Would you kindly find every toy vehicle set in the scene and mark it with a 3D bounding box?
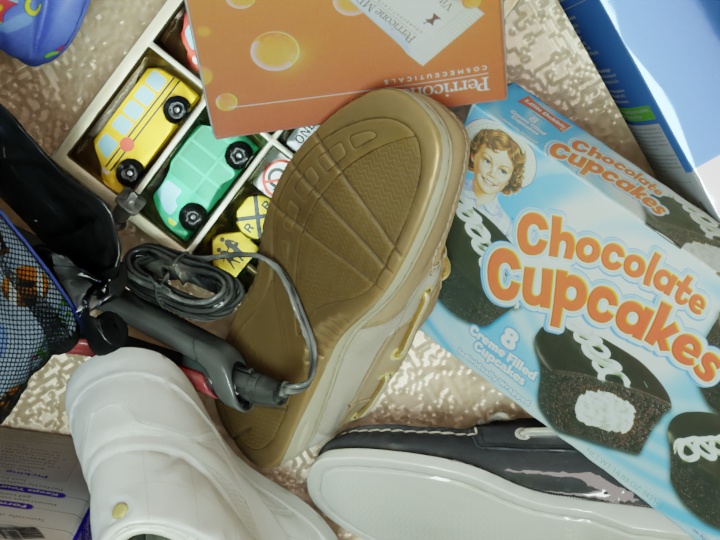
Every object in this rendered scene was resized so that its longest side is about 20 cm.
[{"bbox_3d":[-0.029,-0.091,0.841,0.124,0.027,0.200,37,93,-4],"label":"toy vehicle set"}]

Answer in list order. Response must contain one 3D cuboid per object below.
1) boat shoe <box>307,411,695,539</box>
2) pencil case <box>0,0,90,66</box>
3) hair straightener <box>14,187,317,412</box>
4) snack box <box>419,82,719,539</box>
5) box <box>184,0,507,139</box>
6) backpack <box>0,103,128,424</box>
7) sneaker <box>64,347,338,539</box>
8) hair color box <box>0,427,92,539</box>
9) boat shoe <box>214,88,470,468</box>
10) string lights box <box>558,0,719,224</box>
[{"bbox_3d":[0.078,0.095,0.842,0.199,0.074,0.060,8,49,5],"label":"boat shoe"},{"bbox_3d":[-0.194,-0.148,0.764,0.200,0.087,0.078,17,57,-38],"label":"pencil case"},{"bbox_3d":[-0.102,0.006,0.795,0.200,0.041,0.077,20,110,27],"label":"hair straightener"},{"bbox_3d":[0.113,0.024,0.786,0.200,0.037,0.116,37,129,19],"label":"snack box"},{"bbox_3d":[-0.014,-0.163,0.722,0.124,0.098,0.200,-8,135,1],"label":"box"},{"bbox_3d":[-0.222,-0.018,0.717,0.154,0.200,0.191,-51,132,-35],"label":"backpack"},{"bbox_3d":[-0.055,0.135,0.777,0.074,0.116,0.200,-29,129,11],"label":"sneaker"},{"bbox_3d":[-0.165,0.113,0.767,0.109,0.200,0.065,8,95,-2],"label":"hair color box"},{"bbox_3d":[0.000,0.000,0.794,0.074,0.069,0.200,51,134,24],"label":"boat shoe"},{"bbox_3d":[0.120,-0.122,0.804,0.059,0.103,0.200,-29,95,1],"label":"string lights box"}]
